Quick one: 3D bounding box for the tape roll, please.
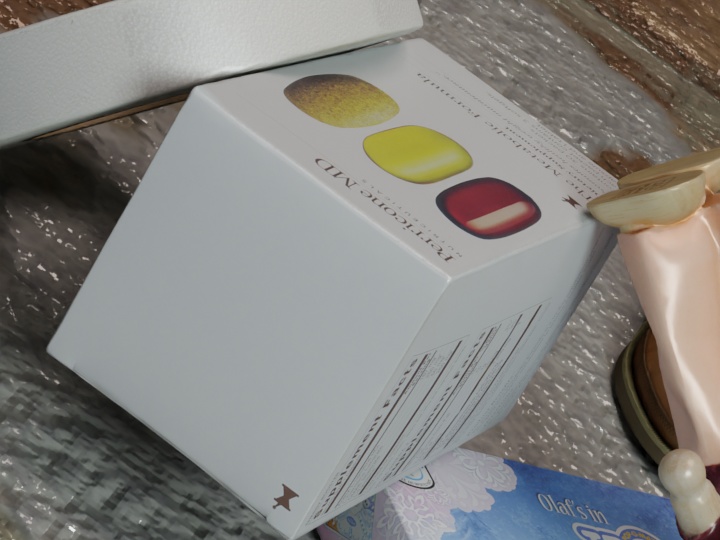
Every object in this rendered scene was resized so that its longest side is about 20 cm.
[{"bbox_3d":[-0.077,-0.078,1.092,0.203,0.202,0.037,-22,97,-60],"label":"tape roll"}]

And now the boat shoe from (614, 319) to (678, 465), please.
[{"bbox_3d":[0.163,0.027,1.346,0.072,0.068,0.200,33,27,-10],"label":"boat shoe"}]

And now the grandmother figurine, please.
[{"bbox_3d":[0.133,0.063,1.070,0.121,0.060,0.201,-29,104,-55],"label":"grandmother figurine"}]

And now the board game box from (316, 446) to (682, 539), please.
[{"bbox_3d":[0.096,0.153,1.084,0.199,0.043,0.199,15,32,-36],"label":"board game box"}]

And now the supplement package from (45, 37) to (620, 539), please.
[{"bbox_3d":[0.000,0.000,1.054,0.114,0.110,0.200,36,20,13],"label":"supplement package"}]
